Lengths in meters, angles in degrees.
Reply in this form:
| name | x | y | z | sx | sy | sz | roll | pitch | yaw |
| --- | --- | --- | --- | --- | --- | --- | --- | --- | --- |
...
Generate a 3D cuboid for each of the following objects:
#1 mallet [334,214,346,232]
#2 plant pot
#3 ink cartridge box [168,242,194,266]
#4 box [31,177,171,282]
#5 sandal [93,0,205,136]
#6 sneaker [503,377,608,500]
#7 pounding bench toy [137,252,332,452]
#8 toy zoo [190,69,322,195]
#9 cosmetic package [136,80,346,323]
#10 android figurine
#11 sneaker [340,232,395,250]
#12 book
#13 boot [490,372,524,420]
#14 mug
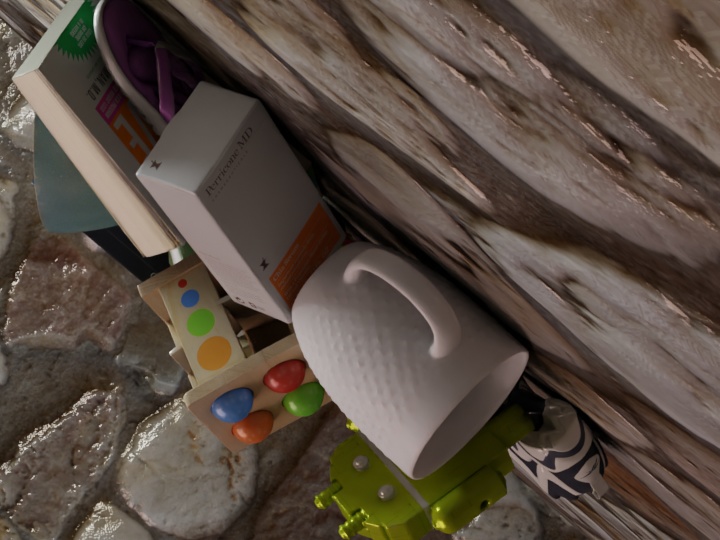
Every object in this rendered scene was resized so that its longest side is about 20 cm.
| name | x | y | z | sx | sy | sz | roll | pitch | yaw |
| --- | --- | --- | --- | --- | --- | --- | --- | --- | --- |
| mallet | 0.023 | 0.003 | 1.729 | 0.199 | 0.041 | 0.066 | 35 | 180 | 21 |
| plant pot | -0.216 | -0.131 | 1.629 | 0.133 | 0.202 | 0.200 | 4 | 174 | 2 |
| ink cartridge box | -0.167 | -0.012 | 1.783 | 0.201 | 0.048 | 0.146 | 86 | 165 | -58 |
| box | -0.221 | -0.092 | 1.920 | 0.200 | 0.182 | 0.104 | 44 | 175 | -34 |
| sandal | -0.154 | -0.153 | 1.480 | 0.203 | 0.049 | 0.083 | 58 | -149 | -31 |
| sneaker | 0.174 | 0.167 | 1.725 | 0.199 | 0.080 | 0.130 | 18 | 151 | 53 |
| pounding bench toy | -0.095 | 0.086 | 1.652 | 0.157 | 0.123 | 0.200 | 63 | -176 | 30 |
| toy zoo | -0.093 | -0.114 | 1.617 | 0.131 | 0.020 | 0.200 | 41 | 176 | 6 |
| cosmetic package | -0.096 | -0.055 | 1.484 | 0.071 | 0.102 | 0.200 | 20 | 158 | 34 |
| android figurine | 0.052 | 0.168 | 1.568 | 0.182 | 0.199 | 0.041 | 47 | 166 | 46 |
| sneaker | 0.000 | 0.000 | 1.649 | 0.078 | 0.091 | 0.200 | -4 | -133 | -46 |
| book | -0.200 | -0.131 | 1.495 | 0.048 | 0.134 | 0.201 | -13 | 126 | 35 |
| boot | 0.051 | 0.140 | 1.674 | 0.197 | 0.163 | 0.073 | 13 | 153 | 36 |
| mug | 0.033 | 0.053 | 1.472 | 0.175 | 0.147 | 0.200 | 42 | 158 | 17 |
